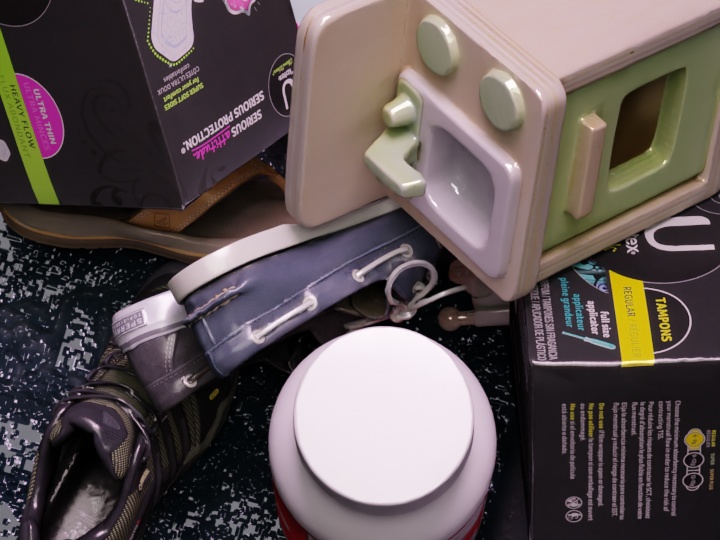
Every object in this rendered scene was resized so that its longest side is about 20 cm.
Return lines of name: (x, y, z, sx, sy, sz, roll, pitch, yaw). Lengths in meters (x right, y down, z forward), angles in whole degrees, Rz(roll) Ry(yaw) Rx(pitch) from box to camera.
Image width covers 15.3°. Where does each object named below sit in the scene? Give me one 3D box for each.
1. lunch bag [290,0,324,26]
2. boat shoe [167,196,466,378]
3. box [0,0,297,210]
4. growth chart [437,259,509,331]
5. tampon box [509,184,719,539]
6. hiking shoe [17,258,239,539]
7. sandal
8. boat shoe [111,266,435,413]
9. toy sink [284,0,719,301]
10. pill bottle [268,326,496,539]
lunch bag: (-0.017, -0.197, 1.434, 0.160, 0.077, 0.200, -42, 96, 10)
boat shoe: (0.000, 0.000, 1.333, 0.199, 0.075, 0.062, -18, 81, -37)
box: (-0.132, -0.146, 1.360, 0.124, 0.148, 0.201, -37, 120, -44)
growth chart: (0.110, -0.062, 1.405, 0.144, 0.018, 0.201, 1, 106, 9)
tampon box: (0.177, 0.041, 1.332, 0.199, 0.127, 0.150, -3, 39, 0)
hiking shoe: (-0.117, 0.080, 1.382, 0.075, 0.101, 0.201, 22, 76, 5)
sandal: (-0.094, -0.044, 1.424, 0.199, 0.054, 0.080, 5, 29, 5)
boat shoe: (-0.034, 0.028, 1.384, 0.199, 0.070, 0.067, -15, 81, -40)
toy sink: (0.078, -0.076, 1.267, 0.199, 0.131, 0.112, -24, 49, -29)
pill bottle: (0.010, 0.093, 1.327, 0.111, 0.200, 0.113, 0, 74, 0)
